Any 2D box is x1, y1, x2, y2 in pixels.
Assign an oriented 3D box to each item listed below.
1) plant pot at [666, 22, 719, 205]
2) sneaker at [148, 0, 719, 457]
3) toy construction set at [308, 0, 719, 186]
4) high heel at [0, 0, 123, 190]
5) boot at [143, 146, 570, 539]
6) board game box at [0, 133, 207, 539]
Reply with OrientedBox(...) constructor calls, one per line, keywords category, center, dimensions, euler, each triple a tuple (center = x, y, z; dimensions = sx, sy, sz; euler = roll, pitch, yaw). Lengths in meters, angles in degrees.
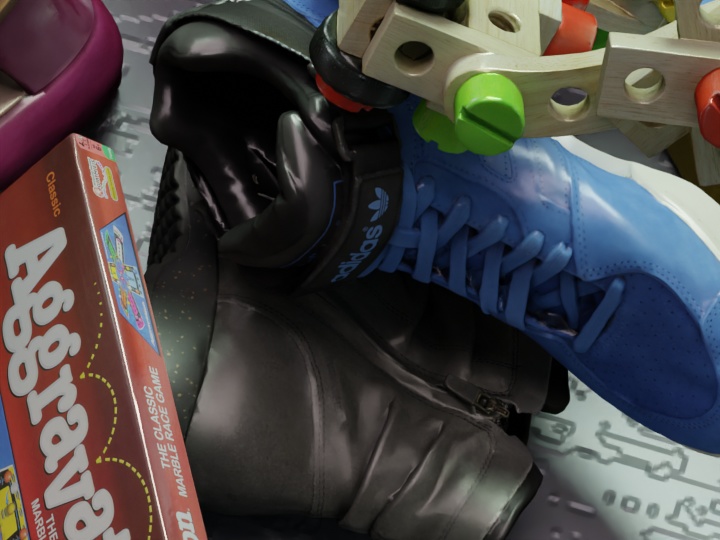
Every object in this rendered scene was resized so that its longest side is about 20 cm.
OrientedBox(category="plant pot", center=(0.214, -0.076, 0.817), dimensions=(0.200, 0.177, 0.200), euler=(-16, 56, -14))
OrientedBox(category="sneaker", center=(0.023, -0.009, 0.759), dimensions=(0.200, 0.077, 0.111), euler=(47, 44, 16))
OrientedBox(category="toy construction set", center=(0.058, -0.077, 0.732), dimensions=(0.131, 0.092, 0.200), euler=(20, 21, -15))
OrientedBox(category="high heel", center=(-0.147, -0.012, 0.843), dimensions=(0.200, 0.096, 0.067), euler=(-46, 62, -6))
OrientedBox(category="boot", center=(0.000, 0.000, 0.832), dimensions=(0.130, 0.068, 0.200), euler=(13, 56, -6))
OrientedBox(category="board game box", center=(-0.088, 0.069, 0.752), dimensions=(0.019, 0.103, 0.200), euler=(24, 39, -44))
